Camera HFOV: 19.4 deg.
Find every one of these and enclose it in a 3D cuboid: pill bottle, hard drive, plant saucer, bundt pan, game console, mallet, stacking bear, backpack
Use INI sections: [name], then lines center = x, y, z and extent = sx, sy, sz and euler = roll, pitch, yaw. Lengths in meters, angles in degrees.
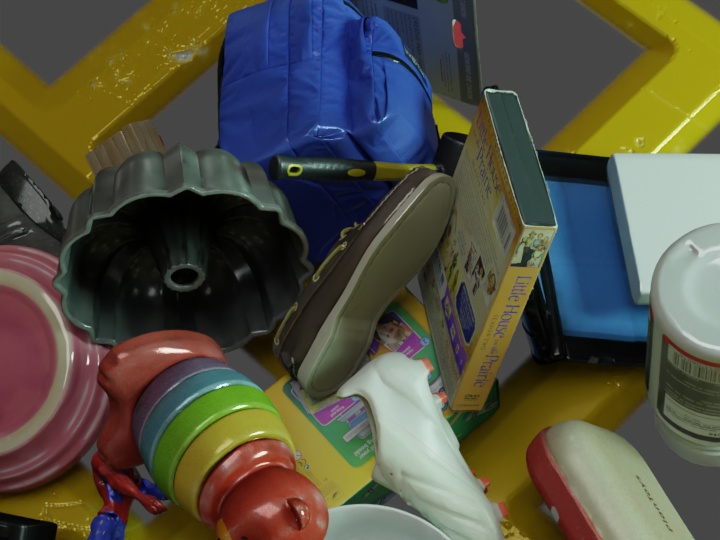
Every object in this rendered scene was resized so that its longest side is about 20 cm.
[pill bottle]
center = 0.271, 0.061, 1.583
extent = 0.113, 0.200, 0.115
euler = -2, 60, 4
[hard drive]
center = 0.306, -0.034, 1.704
extent = 0.199, 0.026, 0.133
euler = 0, 60, -12
[plant saucer]
center = -0.292, 0.076, 1.683
extent = 0.199, 0.051, 0.202
euler = -2, 79, 12
[bundt pan]
center = -0.139, -0.022, 1.635
extent = 0.200, 0.203, 0.076
euler = -9, 49, 0
[game console]
center = 0.174, -0.035, 1.671
extent = 0.118, 0.171, 0.201
euler = -12, 60, 7
[mallet]
center = 0.013, -0.067, 1.630
extent = 0.199, 0.066, 0.041
euler = -8, 24, -35
[stacking bear]
center = -0.098, 0.144, 1.547
extent = 0.113, 0.122, 0.200
euler = -19, 45, -28
[backpack]
center = -0.025, -0.133, 1.739
extent = 0.167, 0.163, 0.201
euler = -19, 49, 14

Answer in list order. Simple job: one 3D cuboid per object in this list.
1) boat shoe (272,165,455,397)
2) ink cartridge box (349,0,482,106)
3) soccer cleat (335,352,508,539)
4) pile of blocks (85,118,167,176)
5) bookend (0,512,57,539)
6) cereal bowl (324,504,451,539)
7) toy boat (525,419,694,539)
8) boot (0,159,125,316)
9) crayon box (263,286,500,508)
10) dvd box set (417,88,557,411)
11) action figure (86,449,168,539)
[boat shoe]
center = 0.000, 0.000, 1.617
extent = 0.059, 0.072, 0.201
euler = 41, 107, 35
[ink cartridge box]
center = 0.038, -0.249, 1.780
extent = 0.175, 0.200, 0.084
euler = 22, 64, 17
[soccer cleat]
center = 0.052, 0.158, 1.586
extent = 0.077, 0.069, 0.201
euler = -27, 87, -11
[pile of blocks]
center = -0.141, -0.048, 1.778
extent = 0.200, 0.082, 0.062
euler = 42, 29, 15
[bookend]
center = -0.318, 0.179, 1.600
extent = 0.199, 0.092, 0.200
euler = 10, 87, 11
[cereal bowl]
center = 0.002, 0.280, 1.551
extent = 0.199, 0.083, 0.201
euler = -2, 65, 5
[toy boat]
center = 0.173, 0.219, 1.568
extent = 0.131, 0.130, 0.201
euler = -40, 59, 18
[boot]
center = -0.281, 0.017, 1.752
extent = 0.131, 0.070, 0.200
euler = -40, 63, -5
[crayon box]
center = -0.002, 0.118, 1.661
extent = 0.200, 0.058, 0.119
euler = -38, 64, -15
[dvd box set]
center = 0.092, -0.014, 1.584
extent = 0.029, 0.201, 0.147
euler = 3, 45, -16
[action figure]
center = -0.172, 0.208, 1.623
extent = 0.098, 0.065, 0.201
euler = -1, 61, 17
